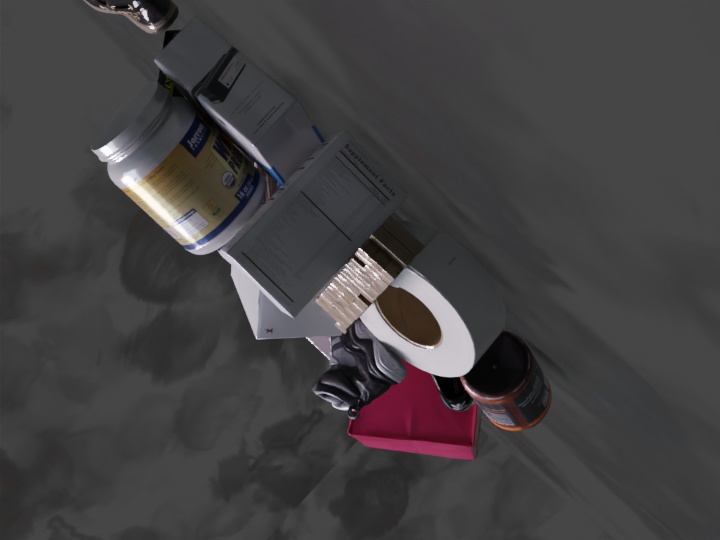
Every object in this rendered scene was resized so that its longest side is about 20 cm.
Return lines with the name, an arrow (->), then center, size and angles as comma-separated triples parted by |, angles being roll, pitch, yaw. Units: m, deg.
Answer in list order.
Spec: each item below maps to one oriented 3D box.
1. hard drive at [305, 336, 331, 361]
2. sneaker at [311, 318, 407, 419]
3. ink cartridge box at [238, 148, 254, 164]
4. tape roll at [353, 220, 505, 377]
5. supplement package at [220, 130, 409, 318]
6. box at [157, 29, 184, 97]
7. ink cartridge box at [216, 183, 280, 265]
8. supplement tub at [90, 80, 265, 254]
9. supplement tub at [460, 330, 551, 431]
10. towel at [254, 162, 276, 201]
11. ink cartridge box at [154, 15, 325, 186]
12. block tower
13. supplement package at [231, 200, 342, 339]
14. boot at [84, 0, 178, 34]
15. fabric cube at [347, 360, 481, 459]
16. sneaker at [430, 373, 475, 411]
hard drive -> 0.008, 0.050, 1.883 | 0.132, 0.200, 0.027 | 42, 175, 13
sneaker -> -0.028, 0.114, 1.655 | 0.075, 0.114, 0.200 | 40, -176, -43
ink cartridge box -> -0.175, -0.184, 1.804 | 0.200, 0.047, 0.161 | 99, 170, -71
tape roll -> 0.078, 0.035, 1.519 | 0.202, 0.071, 0.203 | 32, 150, 21
supplement package -> -0.056, -0.056, 1.468 | 0.114, 0.200, 0.110 | 45, 174, -10
box -> -0.245, -0.217, 1.793 | 0.047, 0.194, 0.200 | 0, 162, 12
ink cartridge box -> -0.135, -0.074, 2.014 | 0.200, 0.196, 0.043 | 37, 171, 47
supplement tub -> -0.236, -0.133, 1.605 | 0.200, 0.144, 0.144 | 45, 175, -25
supplement tub -> 0.213, 0.166, 1.770 | 0.107, 0.107, 0.200 | 40, 174, 30
towel -> -0.138, -0.132, 1.827 | 0.032, 0.192, 0.200 | -1, 174, -2
ink cartridge box -> -0.151, -0.213, 1.584 | 0.200, 0.084, 0.145 | 42, 175, 24
block tower -> 0.006, 0.008, 1.443 | 0.058, 0.054, 0.200 | 42, 151, 3
supplement package -> -0.097, -0.005, 1.636 | 0.117, 0.117, 0.200 | -1, -155, -16
boot -> -0.342, -0.397, 1.623 | 0.200, 0.073, 0.151 | 36, 173, 33
fabric cube -> 0.095, 0.185, 1.957 | 0.199, 0.197, 0.199 | 5, 168, 9
sneaker -> 0.127, 0.105, 1.802 | 0.080, 0.071, 0.201 | 40, -147, -78
